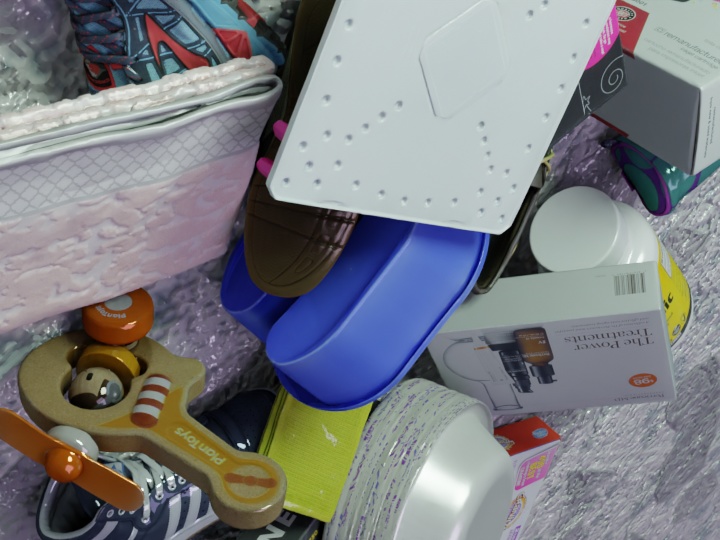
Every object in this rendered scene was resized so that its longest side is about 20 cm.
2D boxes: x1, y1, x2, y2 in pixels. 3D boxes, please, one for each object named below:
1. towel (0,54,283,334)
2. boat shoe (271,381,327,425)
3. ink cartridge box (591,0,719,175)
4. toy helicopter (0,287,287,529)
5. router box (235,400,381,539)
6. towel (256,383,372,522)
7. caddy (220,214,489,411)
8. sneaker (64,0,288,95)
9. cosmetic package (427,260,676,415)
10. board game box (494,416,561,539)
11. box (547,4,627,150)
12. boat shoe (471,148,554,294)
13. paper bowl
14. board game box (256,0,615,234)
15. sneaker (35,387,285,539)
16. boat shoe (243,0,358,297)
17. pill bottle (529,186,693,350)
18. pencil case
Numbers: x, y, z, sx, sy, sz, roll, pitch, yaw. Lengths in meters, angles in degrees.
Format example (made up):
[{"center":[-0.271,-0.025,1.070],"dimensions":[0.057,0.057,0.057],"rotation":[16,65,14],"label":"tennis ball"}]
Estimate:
[{"center":[-0.148,-0.034,0.670],"dimensions":[0.198,0.032,0.192],"rotation":[-20,157,-29],"label":"towel"},{"center":[-0.031,0.102,0.929],"dimensions":[0.200,0.062,0.075],"rotation":[-47,141,-6],"label":"boat shoe"},{"center":[0.280,-0.181,0.928],"dimensions":[0.199,0.145,0.084],"rotation":[-31,137,-23],"label":"ink cartridge box"},{"center":[-0.132,0.099,0.712],"dimensions":[0.132,0.198,0.080],"rotation":[-34,144,-45],"label":"toy helicopter"},{"center":[-0.034,0.223,0.985],"dimensions":[0.200,0.051,0.150],"rotation":[-51,148,-34],"label":"router box"},{"center":[-0.019,0.085,0.885],"dimensions":[0.085,0.018,0.203],"rotation":[26,79,-33],"label":"towel"},{"center":[0.000,0.000,0.809],"dimensions":[0.201,0.141,0.105],"rotation":[-51,139,4],"label":"caddy"},{"center":[-0.120,-0.133,0.630],"dimensions":[0.096,0.079,0.199],"rotation":[-50,142,5],"label":"sneaker"},{"center":[0.164,0.064,1.003],"dimensions":[0.197,0.052,0.151],"rotation":[-7,145,17],"label":"cosmetic package"},{"center":[0.106,0.241,1.197],"dimensions":[0.198,0.040,0.155],"rotation":[-9,127,-40],"label":"board game box"},{"center":[0.078,-0.178,0.758],"dimensions":[0.132,0.115,0.201],"rotation":[-38,139,-11],"label":"box"},{"center":[0.121,-0.078,0.926],"dimensions":[0.071,0.060,0.203],"rotation":[2,120,-45],"label":"boat shoe"},{"center":[0.058,0.201,0.974],"dimensions":[0.201,0.103,0.203],"rotation":[-46,146,-44],"label":"paper bowl"},{"center":[0.053,-0.124,0.664],"dimensions":[0.198,0.026,0.202],"rotation":[6,115,-42],"label":"board game box"},{"center":[-0.143,0.144,0.847],"dimensions":[0.199,0.070,0.109],"rotation":[-40,143,-7],"label":"sneaker"},{"center":[-0.028,-0.084,0.743],"dimensions":[0.072,0.065,0.203],"rotation":[14,102,-9],"label":"boat shoe"},{"center":[0.226,0.004,1.058],"dimensions":[0.112,0.111,0.200],"rotation":[-50,142,1],"label":"pill bottle"},{"center":[0.314,-0.145,1.041],"dimensions":[0.200,0.092,0.085],"rotation":[-42,107,-5],"label":"pencil case"}]
